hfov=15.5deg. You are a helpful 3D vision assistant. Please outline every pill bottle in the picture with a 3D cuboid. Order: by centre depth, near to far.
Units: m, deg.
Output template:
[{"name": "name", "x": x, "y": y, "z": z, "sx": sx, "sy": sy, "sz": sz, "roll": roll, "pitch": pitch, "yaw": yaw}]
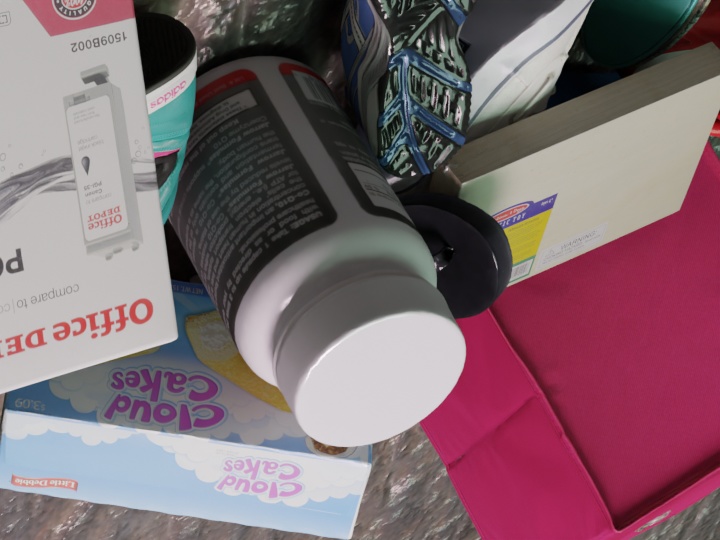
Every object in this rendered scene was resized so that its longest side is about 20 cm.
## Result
[{"name": "pill bottle", "x": -0.029, "y": -0.010, "z": 1.392, "sx": 0.113, "sy": 0.201, "sz": 0.114, "roll": -17, "pitch": 139, "yaw": -16}]

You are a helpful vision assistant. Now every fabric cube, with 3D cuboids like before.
[{"name": "fabric cube", "x": 0.160, "y": 0.064, "z": 1.693, "sx": 0.195, "sy": 0.201, "sz": 0.199, "roll": -26, "pitch": 171, "yaw": -22}]

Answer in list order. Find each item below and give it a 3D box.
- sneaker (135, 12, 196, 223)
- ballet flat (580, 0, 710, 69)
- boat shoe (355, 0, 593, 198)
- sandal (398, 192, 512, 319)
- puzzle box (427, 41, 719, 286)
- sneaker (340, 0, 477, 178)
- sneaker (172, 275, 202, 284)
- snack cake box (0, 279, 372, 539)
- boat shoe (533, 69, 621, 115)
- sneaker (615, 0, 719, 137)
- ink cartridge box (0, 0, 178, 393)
[{"name": "sneaker", "x": -0.167, "y": -0.041, "z": 1.335, "sx": 0.199, "sy": 0.084, "sz": 0.121, "roll": -27, "pitch": 142, "yaw": -22}, {"name": "ballet flat", "x": 0.193, "y": -0.200, "z": 1.536, "sx": 0.072, "sy": 0.072, "sz": 0.201, "roll": -15, "pitch": 146, "yaw": -36}, {"name": "boat shoe", "x": 0.080, "y": -0.116, "z": 1.489, "sx": 0.200, "sy": 0.071, "sz": 0.070, "roll": -52, "pitch": 141, "yaw": 0}, {"name": "sandal", "x": 0.000, "y": 0.001, "z": 1.484, "sx": 0.043, "sy": 0.199, "sz": 0.076, "roll": -49, "pitch": 125, "yaw": -42}, {"name": "puzzle box", "x": 0.119, "y": -0.051, "z": 1.530, "sx": 0.199, "sy": 0.025, "sz": 0.133, "roll": -23, "pitch": 151, "yaw": -27}, {"name": "sneaker", "x": 0.020, "y": -0.151, "z": 1.401, "sx": 0.075, "sy": 0.077, "sz": 0.201, "roll": -7, "pitch": 123, "yaw": -27}, {"name": "sneaker", "x": -0.129, "y": 0.071, "z": 1.578, "sx": 0.091, "sy": 0.078, "sz": 0.201, "roll": -7, "pitch": 139, "yaw": -19}, {"name": "snack cake box", "x": -0.094, "y": 0.070, "z": 1.444, "sx": 0.198, "sy": 0.116, "sz": 0.067, "roll": 9, "pitch": 134, "yaw": -7}, {"name": "boat shoe", "x": 0.124, "y": -0.078, "z": 1.621, "sx": 0.199, "sy": 0.084, "sz": 0.069, "roll": 3, "pitch": 136, "yaw": -49}, {"name": "sneaker", "x": 0.248, "y": -0.139, "z": 1.634, "sx": 0.199, "sy": 0.116, "sz": 0.079, "roll": -24, "pitch": 151, "yaw": -21}, {"name": "ink cartridge box", "x": -0.171, "y": -0.050, "z": 1.194, "sx": 0.146, "sy": 0.083, "sz": 0.202, "roll": -17, "pitch": 106, "yaw": -34}]
